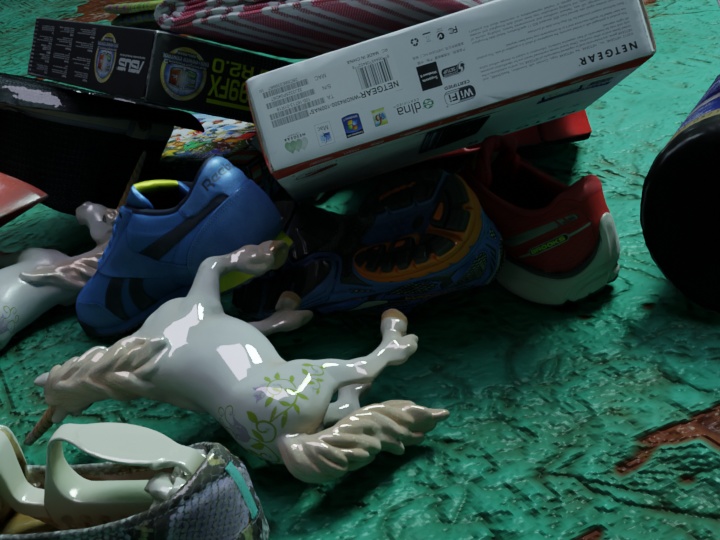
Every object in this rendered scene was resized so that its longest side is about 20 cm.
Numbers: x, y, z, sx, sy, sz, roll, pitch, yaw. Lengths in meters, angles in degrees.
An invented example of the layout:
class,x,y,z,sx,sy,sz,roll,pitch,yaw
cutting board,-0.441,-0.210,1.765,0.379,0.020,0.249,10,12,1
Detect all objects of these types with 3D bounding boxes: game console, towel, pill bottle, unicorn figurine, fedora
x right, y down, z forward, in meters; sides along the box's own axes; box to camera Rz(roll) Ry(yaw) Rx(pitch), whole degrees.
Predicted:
class,x,y,z,sx,sy,sz,roll,pitch,yaw
game console,0.078,-0.094,0.823,0.175,0.031,0.200,-12,5,11
towel,-0.071,-0.182,0.834,0.142,0.023,0.199,7,10,36
pill bottle,0.237,-0.064,0.633,0.111,0.113,0.200,3,28,30
unicorn figurine,-0.066,0.047,0.552,0.199,0.075,0.137,14,35,41
fedora,-0.218,-0.092,0.855,0.198,0.093,0.201,13,7,-2
towel,-0.003,-0.156,0.669,0.198,0.030,0.146,0,0,33
unicorn figurine,-0.235,0.008,0.759,0.136,0.074,0.201,4,44,31

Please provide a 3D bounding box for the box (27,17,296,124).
class,x,y,z,sx,sy,sz,roll,pitch,yaw
box,-0.120,-0.134,0.778,0.159,0.045,0.199,6,9,-39

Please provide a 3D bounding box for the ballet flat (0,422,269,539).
class,x,y,z,sx,sy,sz,roll,pitch,yaw
ballet flat,-0.138,0.099,0.493,0.198,0.073,0.072,-5,24,15

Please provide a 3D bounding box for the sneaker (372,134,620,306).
class,x,y,z,sx,sy,sz,roll,pitch,yaw
sneaker,0.079,-0.044,0.694,0.077,0.086,0.199,-27,28,-34

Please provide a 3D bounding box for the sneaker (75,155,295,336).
class,x,y,z,sx,sy,sz,roll,pitch,yaw
sneaker,-0.122,-0.016,0.676,0.199,0.079,0.066,-20,20,46

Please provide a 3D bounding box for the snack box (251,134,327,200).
class,x,y,z,sx,sy,sz,roll,pitch,yaw
snack box,-0.014,-0.128,0.951,0.024,0.072,0.200,-49,-2,37

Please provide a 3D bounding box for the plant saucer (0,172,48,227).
class,x,y,z,sx,sy,sz,roll,pitch,yaw
plant saucer,-0.342,-0.010,0.786,0.199,0.037,0.199,-32,9,-35

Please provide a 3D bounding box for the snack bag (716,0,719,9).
class,x,y,z,sx,sy,sz,roll,pitch,yaw
snack bag,0.275,-0.071,0.559,0.187,0.021,0.201,16,41,-17

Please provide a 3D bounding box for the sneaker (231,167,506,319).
class,x,y,z,sx,sy,sz,roll,pitch,yaw
sneaker,0.000,0.000,0.664,0.199,0.078,0.076,-7,62,41

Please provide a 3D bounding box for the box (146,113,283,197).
class,x,y,z,sx,sy,sz,roll,pitch,yaw
box,-0.137,-0.099,0.980,0.198,0.038,0.137,3,27,30

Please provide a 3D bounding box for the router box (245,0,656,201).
class,x,y,z,sx,sy,sz,roll,pitch,yaw
router box,0.044,-0.097,0.626,0.198,0.049,0.179,-18,-1,1
